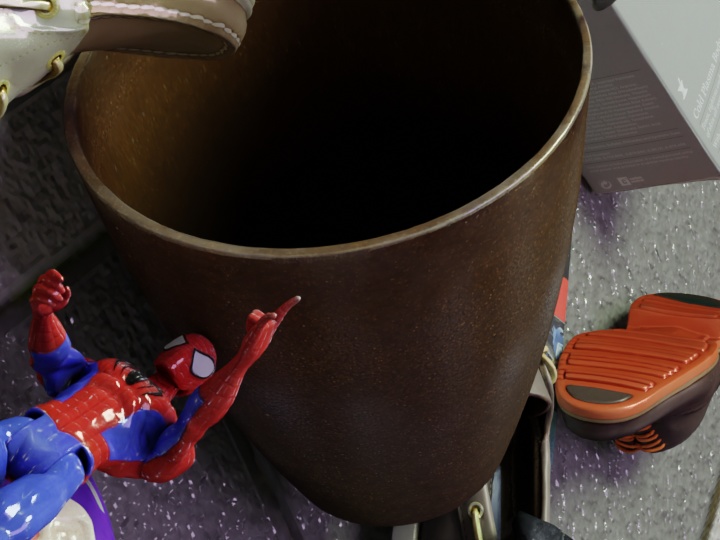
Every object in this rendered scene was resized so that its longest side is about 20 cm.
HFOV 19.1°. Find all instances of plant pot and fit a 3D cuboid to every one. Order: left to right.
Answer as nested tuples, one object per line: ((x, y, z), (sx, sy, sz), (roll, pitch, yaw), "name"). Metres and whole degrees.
((0.000, 0.000, 0.816), (0.200, 0.187, 0.187), (80, 26, -44), "plant pot")

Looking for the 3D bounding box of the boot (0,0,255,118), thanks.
((-0.129, -0.040, 0.679), (0.200, 0.072, 0.155), (4, 78, -26), "boot")

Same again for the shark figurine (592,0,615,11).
((0.001, -0.146, 0.708), (0.128, 0.214, 0.090), (46, 46, -76), "shark figurine")

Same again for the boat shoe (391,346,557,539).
((0.056, 0.061, 0.933), (0.072, 0.060, 0.200), (30, 59, -48), "boat shoe")

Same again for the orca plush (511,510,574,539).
((-0.001, 0.159, 0.835), (0.105, 0.071, 0.200), (45, 58, 12), "orca plush")

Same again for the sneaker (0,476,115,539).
((-0.074, 0.152, 0.718), (0.070, 0.099, 0.200), (-9, 89, -58), "sneaker")

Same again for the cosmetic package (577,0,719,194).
((0.122, -0.144, 1.100), (0.200, 0.090, 0.107), (51, 46, -39), "cosmetic package")

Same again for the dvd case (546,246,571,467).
((0.050, 0.033, 1.003), (0.146, 0.022, 0.200), (35, 53, -46), "dvd case")

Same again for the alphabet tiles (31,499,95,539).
((-0.113, 0.157, 0.632), (0.196, 0.015, 0.200), (3, 56, -27), "alphabet tiles")

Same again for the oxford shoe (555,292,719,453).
((0.148, 0.065, 1.084), (0.200, 0.071, 0.073), (-22, 119, -62), "oxford shoe")

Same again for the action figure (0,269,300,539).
((-0.095, 0.044, 0.653), (0.065, 0.099, 0.200), (38, 32, 13), "action figure")

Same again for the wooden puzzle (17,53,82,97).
((-0.121, -0.185, 0.799), (0.185, 0.046, 0.200), (-43, 121, -51), "wooden puzzle")
